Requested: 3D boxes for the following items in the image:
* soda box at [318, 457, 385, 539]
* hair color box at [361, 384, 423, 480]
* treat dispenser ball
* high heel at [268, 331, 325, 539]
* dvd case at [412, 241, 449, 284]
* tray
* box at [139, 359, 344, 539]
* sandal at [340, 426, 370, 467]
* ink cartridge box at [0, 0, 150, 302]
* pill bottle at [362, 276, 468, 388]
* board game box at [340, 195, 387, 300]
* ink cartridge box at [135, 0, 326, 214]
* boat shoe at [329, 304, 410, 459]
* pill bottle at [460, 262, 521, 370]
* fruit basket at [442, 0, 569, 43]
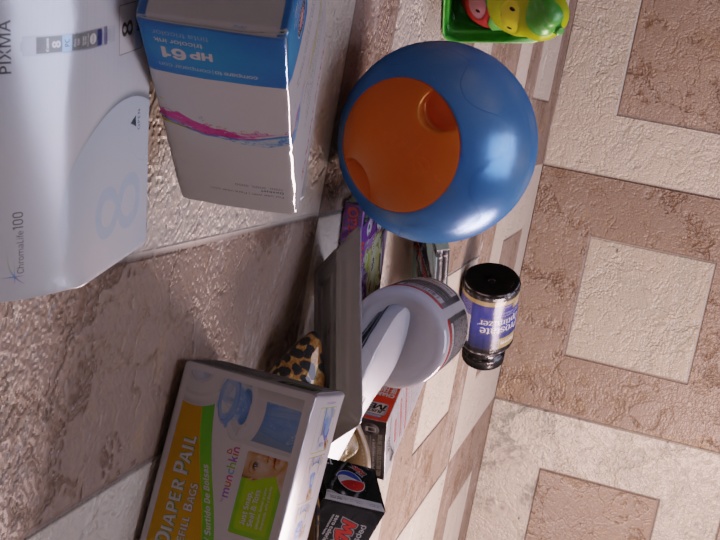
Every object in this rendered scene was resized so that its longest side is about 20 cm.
[{"bbox_3d":[-0.051,0.279,1.101,0.200,0.071,0.063,-63,-157,25],"label":"soda box"},{"bbox_3d":[0.035,0.168,1.511,0.200,0.064,0.111,-63,160,-49],"label":"hair color box"},{"bbox_3d":[0.077,-0.128,1.122,0.201,0.200,0.201,13,90,-76],"label":"treat dispenser ball"},{"bbox_3d":[-0.049,0.160,1.021,0.142,0.071,0.200,14,-94,61],"label":"high heel"},{"bbox_3d":[0.096,-0.001,1.557,0.146,0.022,0.200,-103,-170,-46],"label":"dvd case"},{"bbox_3d":[-0.026,0.065,1.112,0.107,0.022,0.200,137,-43,-60],"label":"tray"},{"bbox_3d":[-0.098,0.181,0.892,0.101,0.112,0.200,25,79,-77],"label":"box"},{"bbox_3d":[-0.039,0.174,1.256,0.070,0.078,0.212,-24,123,-42],"label":"sandal"},{"bbox_3d":[-0.165,-0.059,0.547,0.200,0.047,0.160,-53,153,-64],"label":"ink cartridge box"},{"bbox_3d":[0.065,0.067,1.321,0.200,0.116,0.116,-14,116,-75],"label":"pill bottle"},{"bbox_3d":[0.000,0.000,1.300,0.120,0.032,0.200,-41,142,-61],"label":"board game box"},{"bbox_3d":[-0.069,-0.144,0.677,0.200,0.084,0.145,91,6,-65],"label":"ink cartridge box"},{"bbox_3d":[-0.019,0.116,1.184,0.200,0.068,0.072,-61,155,-6],"label":"boat shoe"},{"bbox_3d":[0.246,0.093,2.172,0.112,0.112,0.200,-61,158,-48],"label":"pill bottle"},{"bbox_3d":[0.182,-0.361,1.414,0.216,0.155,0.216,1,90,-86],"label":"fruit basket"}]
